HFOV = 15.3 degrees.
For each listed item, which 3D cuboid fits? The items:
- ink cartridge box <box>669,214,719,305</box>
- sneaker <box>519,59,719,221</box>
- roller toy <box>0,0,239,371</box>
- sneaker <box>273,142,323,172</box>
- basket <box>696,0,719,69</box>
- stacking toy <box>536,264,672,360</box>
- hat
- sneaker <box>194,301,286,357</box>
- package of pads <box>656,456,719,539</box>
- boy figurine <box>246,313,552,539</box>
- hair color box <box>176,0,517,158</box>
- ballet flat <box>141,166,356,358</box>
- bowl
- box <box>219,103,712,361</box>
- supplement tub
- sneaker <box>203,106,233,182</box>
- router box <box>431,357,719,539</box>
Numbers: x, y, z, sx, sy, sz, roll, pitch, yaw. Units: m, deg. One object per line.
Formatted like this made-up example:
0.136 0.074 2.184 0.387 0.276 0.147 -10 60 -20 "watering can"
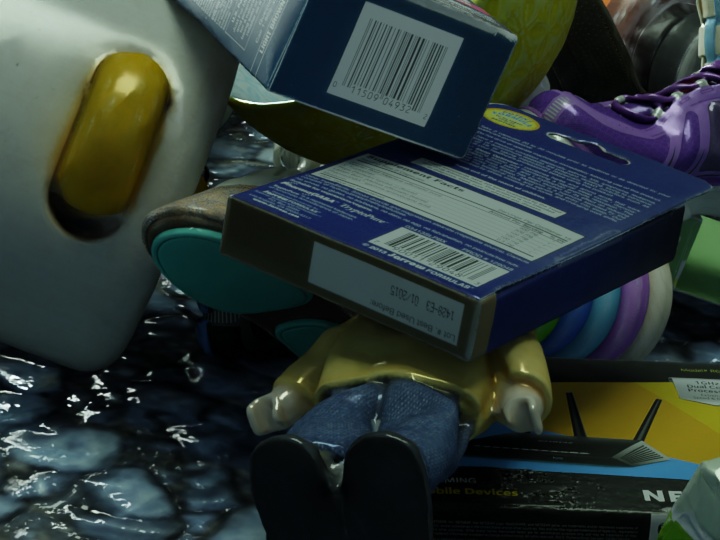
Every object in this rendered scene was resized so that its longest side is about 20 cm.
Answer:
0.154 -0.033 1.388 0.199 0.048 0.146 15 21 -11 "ink cartridge box"
0.157 -0.073 1.301 0.199 0.084 0.081 3 26 -40 "sneaker"
-0.134 -0.054 1.226 0.139 0.200 0.183 21 38 -7 "roller toy"
-0.013 -0.051 1.433 0.081 0.076 0.200 2 14 13 "sneaker"
0.289 -0.104 1.475 0.199 0.177 0.139 5 2 31 "basket"
0.062 0.003 1.212 0.085 0.086 0.200 22 7 33 "stacking toy"
0.066 -0.118 1.537 0.200 0.201 0.081 24 61 38 "hat"
0.000 0.000 1.298 0.199 0.071 0.083 -12 22 -43 "sneaker"
0.229 0.132 0.985 0.154 0.068 0.200 -13 46 -36 "package of pads"
0.018 0.051 1.055 0.124 0.065 0.200 -4 18 19 "boy figurine"
-0.021 -0.122 1.169 0.100 0.061 0.200 18 14 -28 "hair color box"
-0.032 -0.005 1.184 0.068 0.068 0.200 -8 -27 27 "ballet flat"
0.034 -0.112 1.322 0.200 0.108 0.200 -26 32 17 "bowl"
0.050 -0.021 1.101 0.121 0.033 0.200 23 27 29 "box"
0.137 -0.145 1.636 0.200 0.107 0.107 26 30 38 "supplement tub"
-0.111 -0.057 1.427 0.079 0.074 0.200 24 32 14 "sneaker"
0.079 0.087 1.131 0.199 0.051 0.149 2 23 -4 "router box"
